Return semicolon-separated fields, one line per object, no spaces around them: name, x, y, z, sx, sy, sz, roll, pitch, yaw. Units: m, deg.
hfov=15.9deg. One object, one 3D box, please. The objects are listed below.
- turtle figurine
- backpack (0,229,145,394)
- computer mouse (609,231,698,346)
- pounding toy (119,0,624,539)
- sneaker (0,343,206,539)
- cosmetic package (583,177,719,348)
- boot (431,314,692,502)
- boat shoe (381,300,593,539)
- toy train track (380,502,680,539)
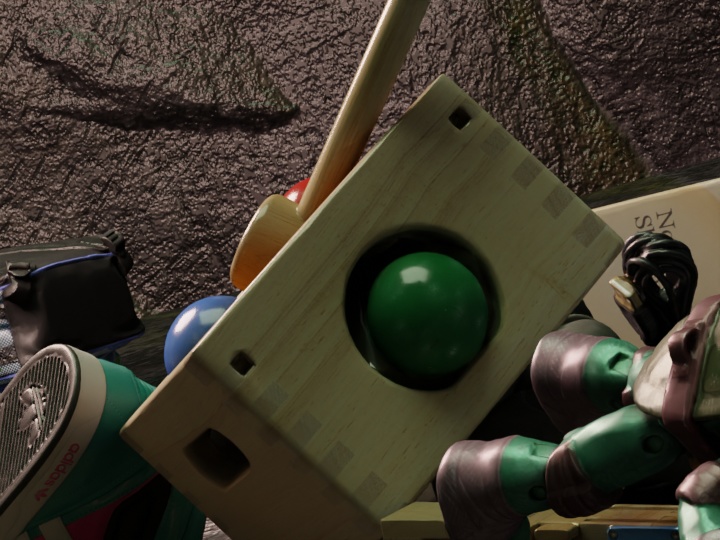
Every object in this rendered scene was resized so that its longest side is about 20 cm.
turtle figurine;0.124;0.052;0.790;0.199;0.101;0.149;-4;14;45
backpack;-0.301;0.060;2.152;0.199;0.148;0.183;-8;7;29
computer mouse;0.214;0.012;1.153;0.199;0.044;0.110;-3;-34;25
pounding toy;0.000;0.000;1.029;0.184;0.142;0.200;-49;2;-21
sneaker;-0.133;0.119;1.165;0.120;0.084;0.200;20;-52;-33
cosmetic package;0.160;0.011;1.275;0.199;0.104;0.073;-15;-3;32
boot;0.145;0.049;1.073;0.199;0.073;0.182;-21;14;31
boat shoe;0.024;0.084;1.196;0.199;0.075;0.093;-29;-18;-29
toy train track;0.095;0.098;0.886;0.199;0.033;0.114;-4;10;37
